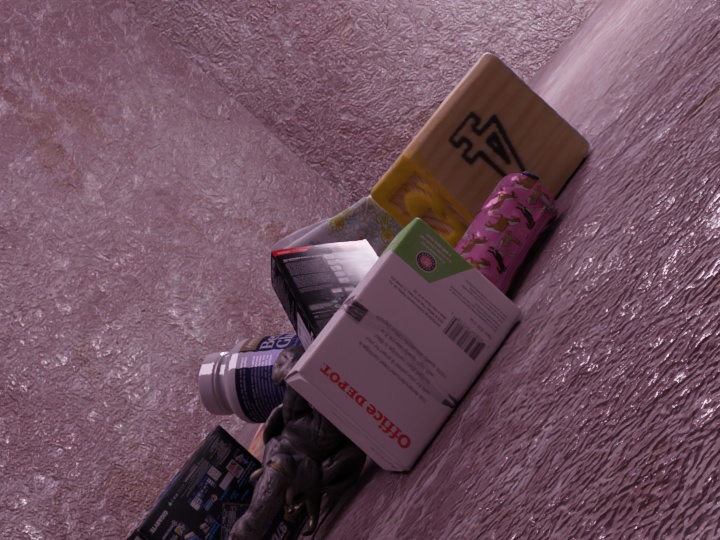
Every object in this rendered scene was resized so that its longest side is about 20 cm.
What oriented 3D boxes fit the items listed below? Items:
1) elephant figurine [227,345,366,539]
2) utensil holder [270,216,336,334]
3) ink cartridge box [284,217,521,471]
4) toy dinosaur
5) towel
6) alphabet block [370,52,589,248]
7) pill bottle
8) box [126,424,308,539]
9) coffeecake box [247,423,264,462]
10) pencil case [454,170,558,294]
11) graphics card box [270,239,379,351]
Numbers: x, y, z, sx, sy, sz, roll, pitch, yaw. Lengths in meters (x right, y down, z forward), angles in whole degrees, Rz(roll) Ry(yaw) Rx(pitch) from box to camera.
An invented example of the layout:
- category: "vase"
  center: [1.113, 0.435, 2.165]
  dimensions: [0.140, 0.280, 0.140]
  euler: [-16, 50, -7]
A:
- category: "elephant figurine"
  center: [-0.060, 0.192, 1.149]
  dimensions: [0.203, 0.153, 0.142]
  euler: [-70, 26, 20]
- category: "utensil holder"
  center: [-0.035, 0.039, 1.581]
  dimensions: [0.167, 0.203, 0.170]
  euler: [-20, -9, -3]
- category: "ink cartridge box"
  center: [0.041, 0.076, 1.043]
  dimensions: [0.201, 0.145, 0.084]
  euler: [-50, 4, -17]
- category: "toy dinosaur"
  center: [-0.055, 0.234, 1.238]
  dimensions: [0.103, 0.076, 0.200]
  euler: [-56, -2, 20]
- category: "towel"
  center: [0.000, 0.000, 1.487]
  dimensions: [0.198, 0.173, 0.048]
  euler: [-32, -6, -19]
- category: "alphabet block"
  center: [0.160, -0.137, 1.444]
  dimensions: [0.201, 0.196, 0.195]
  euler: [-50, 1, -18]
- category: "pill bottle"
  center: [-0.107, 0.140, 1.361]
  dimensions: [0.197, 0.113, 0.111]
  euler: [-8, 24, 25]
- category: "box"
  center: [-0.160, 0.296, 1.213]
  dimensions: [0.046, 0.159, 0.200]
  euler: [-45, 5, 34]
- category: "coffeecake box"
  center: [-0.108, 0.259, 1.438]
  dimensions: [0.154, 0.072, 0.202]
  euler: [-47, 14, 47]
- category: "pencil case"
  center: [0.157, -0.027, 1.212]
  dimensions: [0.201, 0.082, 0.087]
  euler: [-52, -2, -37]
- category: "graphics card box"
  center: [-0.019, 0.034, 1.175]
  dimensions: [0.200, 0.123, 0.052]
  euler: [-127, 35, -57]
